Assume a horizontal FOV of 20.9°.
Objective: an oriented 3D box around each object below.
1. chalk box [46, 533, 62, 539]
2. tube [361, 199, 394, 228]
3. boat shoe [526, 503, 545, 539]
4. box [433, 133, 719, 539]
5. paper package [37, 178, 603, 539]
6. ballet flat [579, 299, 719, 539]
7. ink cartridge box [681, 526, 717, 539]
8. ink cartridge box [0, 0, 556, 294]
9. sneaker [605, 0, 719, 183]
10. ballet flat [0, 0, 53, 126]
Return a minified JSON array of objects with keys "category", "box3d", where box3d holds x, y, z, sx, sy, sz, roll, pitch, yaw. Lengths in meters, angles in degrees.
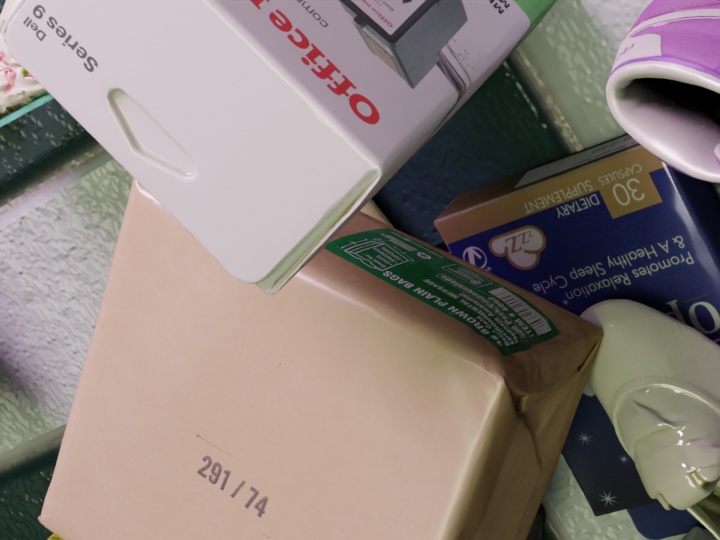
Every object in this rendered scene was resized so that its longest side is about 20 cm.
[{"category":"chalk box","box3d":[-0.132,0.229,1.081,0.124,0.124,0.200,30,127,10]},{"category":"tube","box3d":[0.000,0.000,0.928,0.058,0.052,0.200,-40,86,-5]},{"category":"boat shoe","box3d":[0.004,0.094,0.968,0.201,0.072,0.066,30,111,19]},{"category":"box","box3d":[0.132,0.039,0.888,0.121,0.032,0.200,-20,108,35]},{"category":"paper package","box3d":[-0.023,0.070,0.871,0.200,0.103,0.191,28,114,24]},{"category":"ballet flat","box3d":[0.164,0.095,0.843,0.200,0.069,0.069,45,128,-4]},{"category":"ink cartridge box","box3d":[0.123,0.242,0.937,0.085,0.145,0.200,35,130,5]},{"category":"ink cartridge box","box3d":[-0.023,-0.103,0.777,0.146,0.200,0.084,44,128,-2]},{"category":"sneaker","box3d":[0.193,-0.057,0.746,0.200,0.114,0.073,10,121,21]},{"category":"ballet flat","box3d":[-0.125,-0.117,0.912,0.200,0.076,0.064,-19,100,25]}]
